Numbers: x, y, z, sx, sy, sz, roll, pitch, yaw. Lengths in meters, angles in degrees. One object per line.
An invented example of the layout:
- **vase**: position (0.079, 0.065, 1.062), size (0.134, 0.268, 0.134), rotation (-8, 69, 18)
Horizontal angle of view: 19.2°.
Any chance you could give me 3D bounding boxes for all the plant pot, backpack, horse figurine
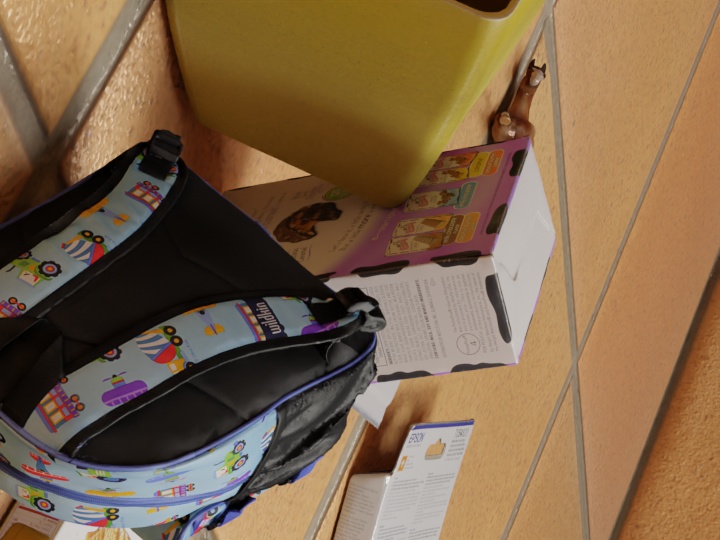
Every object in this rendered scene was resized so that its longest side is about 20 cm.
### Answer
- **plant pot**: position (0.004, -0.157, 1.197), size (0.200, 0.200, 0.177), rotation (-55, 166, -46)
- **backpack**: position (-0.116, 0.049, 1.026), size (0.200, 0.183, 0.135), rotation (-31, 154, -46)
- **horse figurine**: position (0.132, -0.075, 1.858), size (0.133, 0.050, 0.200), rotation (-75, 168, -73)

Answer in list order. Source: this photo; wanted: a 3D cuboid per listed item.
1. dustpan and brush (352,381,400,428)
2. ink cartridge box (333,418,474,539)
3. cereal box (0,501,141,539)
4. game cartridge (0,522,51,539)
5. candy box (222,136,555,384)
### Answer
- **dustpan and brush**: position (0.020, 0.010, 1.623), size (0.200, 0.057, 0.140), rotation (-64, 163, -7)
- **ink cartridge box**: position (0.028, 0.218, 1.830), size (0.200, 0.041, 0.200), rotation (10, 97, -71)
- **cereal box**: position (-0.151, 0.148, 1.219), size (0.144, 0.039, 0.200), rotation (80, 31, -52)
- **game cartridge**: position (-0.198, 0.250, 1.099), size (0.176, 0.032, 0.200), rotation (-54, 151, -29)
- **candy box**: position (0.000, 0.000, 1.228), size (0.168, 0.200, 0.072), rotation (-64, 142, -62)
